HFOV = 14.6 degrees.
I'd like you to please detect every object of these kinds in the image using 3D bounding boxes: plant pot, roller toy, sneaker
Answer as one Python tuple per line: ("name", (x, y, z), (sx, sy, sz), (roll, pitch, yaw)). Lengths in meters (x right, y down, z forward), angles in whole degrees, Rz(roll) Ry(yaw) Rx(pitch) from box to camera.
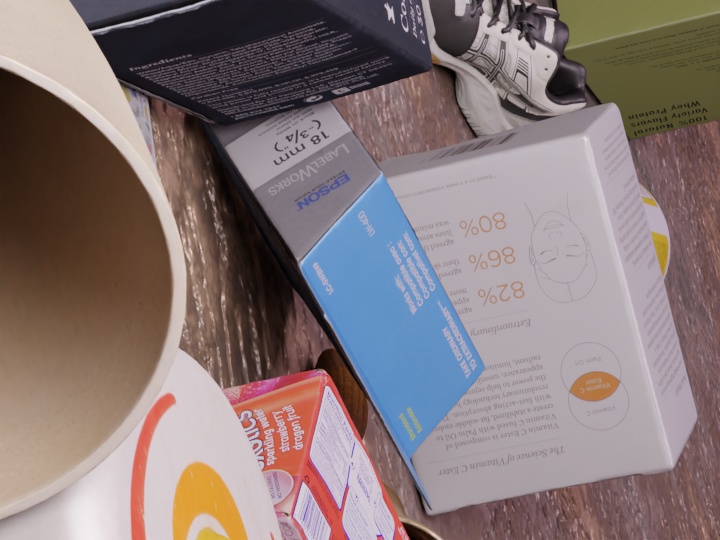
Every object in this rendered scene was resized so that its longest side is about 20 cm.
("plant pot", (-0.157, -0.048, 0.926), (0.200, 0.187, 0.187), (-101, 168, -54))
("roller toy", (-0.103, 0.117, 0.996), (0.183, 0.140, 0.200), (59, 25, -45))
("sneaker", (0.089, -0.162, 1.850), (0.200, 0.088, 0.076), (48, 36, -54))

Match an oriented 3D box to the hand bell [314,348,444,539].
("hand bell", (-0.009, 0.102, 1.420), (0.200, 0.104, 0.104), (-99, 167, -56))

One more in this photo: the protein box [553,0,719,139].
("protein box", (0.274, -0.220, 2.261), (0.200, 0.198, 0.135), (41, 40, -62))

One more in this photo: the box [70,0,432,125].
("box", (-0.068, -0.188, 1.273), (0.197, 0.124, 0.200), (17, 61, -67))

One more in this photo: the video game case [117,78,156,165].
("video game case", (-0.143, -0.132, 1.234), (0.182, 0.023, 0.200), (27, 53, -67))

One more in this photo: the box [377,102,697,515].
("box", (0.094, 0.022, 1.634), (0.106, 0.152, 0.200), (-41, 118, -71))

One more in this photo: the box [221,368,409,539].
("box", (-0.029, 0.155, 1.264), (0.100, 0.095, 0.200), (-77, 149, -50))

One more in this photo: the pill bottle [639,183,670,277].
("pill bottle", (0.143, -0.017, 1.873), (0.200, 0.112, 0.112), (11, 67, -70))

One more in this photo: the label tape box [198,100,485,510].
("label tape box", (0.000, 0.000, 1.381), (0.144, 0.063, 0.200), (61, -3, -40))
